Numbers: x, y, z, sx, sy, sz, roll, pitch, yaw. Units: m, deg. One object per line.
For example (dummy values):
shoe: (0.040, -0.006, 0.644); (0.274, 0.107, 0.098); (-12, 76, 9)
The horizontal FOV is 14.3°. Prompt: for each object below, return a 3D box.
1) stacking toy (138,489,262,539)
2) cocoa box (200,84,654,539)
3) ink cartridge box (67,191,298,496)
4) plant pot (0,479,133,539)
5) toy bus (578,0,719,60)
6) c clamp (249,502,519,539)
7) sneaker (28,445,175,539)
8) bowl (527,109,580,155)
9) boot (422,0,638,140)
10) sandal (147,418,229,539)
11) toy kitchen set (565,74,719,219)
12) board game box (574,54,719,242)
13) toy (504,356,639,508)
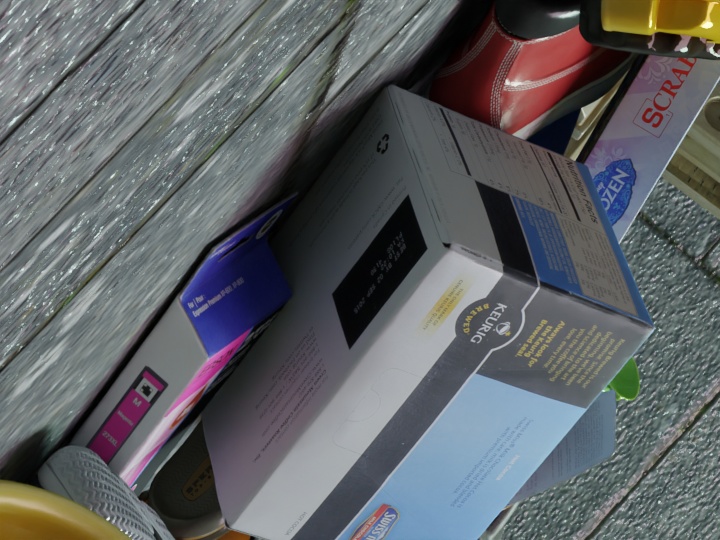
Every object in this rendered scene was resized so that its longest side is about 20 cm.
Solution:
stacking toy: (-0.141, 0.194, 1.617); (0.146, 0.146, 0.200); (-50, 158, 14)
cocoa box: (0.026, 0.036, 1.429); (0.200, 0.131, 0.134); (-52, -146, 28)
ink cartridge box: (-0.092, 0.053, 1.394); (0.200, 0.037, 0.095); (-55, 171, 30)
plant pot: (-0.172, 0.205, 1.086); (0.189, 0.201, 0.201); (-33, -175, 38)
toy bus: (0.209, -0.155, 1.342); (0.200, 0.192, 0.136); (-20, 122, -74)
c clamp: (0.019, 0.117, 1.597); (0.200, 0.027, 0.171); (-9, -118, 34)
sneaker: (-0.138, 0.160, 1.361); (0.114, 0.076, 0.200); (-35, 149, -1)
bowl: (0.070, -0.045, 1.665); (0.201, 0.039, 0.201); (-61, -173, 13)
boot: (0.118, -0.150, 1.486); (0.200, 0.072, 0.144); (-43, 167, -44)
sandal: (-0.055, 0.065, 1.621); (0.200, 0.082, 0.055); (-47, 135, -6)
toy kitchen set: (0.194, -0.073, 1.973); (0.200, 0.180, 0.163); (-50, 175, -31)
board game box: (0.167, -0.101, 1.572); (0.200, 0.041, 0.200); (-59, 179, 6)
toy: (0.068, 0.091, 1.516); (0.200, 0.047, 0.115); (-31, -138, 37)
